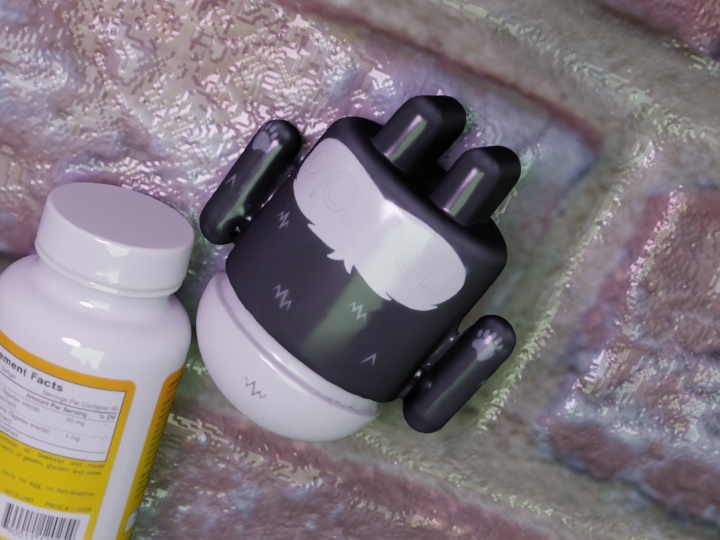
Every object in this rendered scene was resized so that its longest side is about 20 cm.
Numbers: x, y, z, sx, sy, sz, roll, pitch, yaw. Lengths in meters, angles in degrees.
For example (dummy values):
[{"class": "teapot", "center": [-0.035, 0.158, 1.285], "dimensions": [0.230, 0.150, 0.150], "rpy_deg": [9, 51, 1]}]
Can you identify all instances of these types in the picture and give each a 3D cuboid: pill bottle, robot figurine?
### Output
[{"class": "pill bottle", "center": [-0.156, 0.059, 1.111], "dimensions": [0.110, 0.111, 0.201], "rpy_deg": [14, 111, -12]}, {"class": "robot figurine", "center": [-0.001, -0.001, 1.096], "dimensions": [0.124, 0.151, 0.200], "rpy_deg": [27, 109, -39]}]
